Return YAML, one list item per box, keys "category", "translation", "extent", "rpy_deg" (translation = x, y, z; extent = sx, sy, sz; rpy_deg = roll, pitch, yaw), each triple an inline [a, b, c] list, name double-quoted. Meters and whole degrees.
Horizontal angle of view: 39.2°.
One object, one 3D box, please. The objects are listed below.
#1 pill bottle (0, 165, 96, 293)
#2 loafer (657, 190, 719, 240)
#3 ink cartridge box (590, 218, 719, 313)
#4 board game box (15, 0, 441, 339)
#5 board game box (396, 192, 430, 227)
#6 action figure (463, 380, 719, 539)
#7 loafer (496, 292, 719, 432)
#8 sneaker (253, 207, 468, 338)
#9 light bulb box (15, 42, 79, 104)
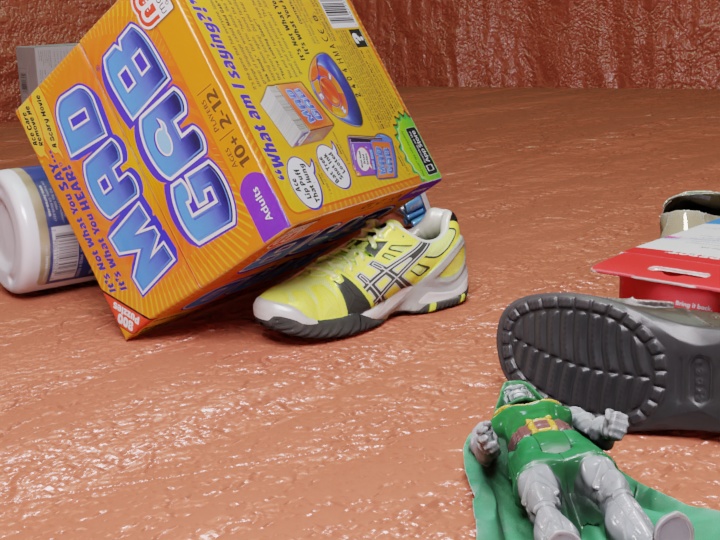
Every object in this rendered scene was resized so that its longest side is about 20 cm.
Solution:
- category: "pill bottle"
  translation: [-0.239, -0.049, 0.947]
  extent: [0.199, 0.112, 0.111]
  rpy_deg: [-12, 16, -38]
- category: "loafer"
  translation: [0.302, -0.038, 0.887]
  extent: [0.075, 0.069, 0.200]
  rpy_deg: [3, 15, 21]
- category: "ink cartridge box"
  translation: [0.256, 0.015, 0.688]
  extent: [0.199, 0.068, 0.116]
  rpy_deg: [-16, 18, -42]
- category: "board game box"
  translation: [-0.101, -0.097, 0.788]
  extent: [0.199, 0.201, 0.199]
  rpy_deg: [-30, -6, 37]
- category: "board game box"
  translation: [0.006, -0.150, 1.146]
  extent: [0.026, 0.201, 0.200]
  rpy_deg: [-26, 19, -11]
- category: "action figure"
  translation: [0.089, 0.091, 0.461]
  extent: [0.117, 0.055, 0.200]
  rpy_deg: [-6, 10, -3]
- category: "loafer"
  translation: [0.174, 0.055, 0.570]
  extent: [0.199, 0.074, 0.071]
  rpy_deg: [10, 8, 27]
- category: "sneaker"
  translation: [0.000, 0.000, 0.782]
  extent: [0.199, 0.077, 0.075]
  rpy_deg: [-16, 21, -39]
- category: "light bulb box"
  translation: [-0.752, -0.477, 2.578]
  extent: [0.199, 0.200, 0.124]
  rpy_deg: [-13, 19, -39]
